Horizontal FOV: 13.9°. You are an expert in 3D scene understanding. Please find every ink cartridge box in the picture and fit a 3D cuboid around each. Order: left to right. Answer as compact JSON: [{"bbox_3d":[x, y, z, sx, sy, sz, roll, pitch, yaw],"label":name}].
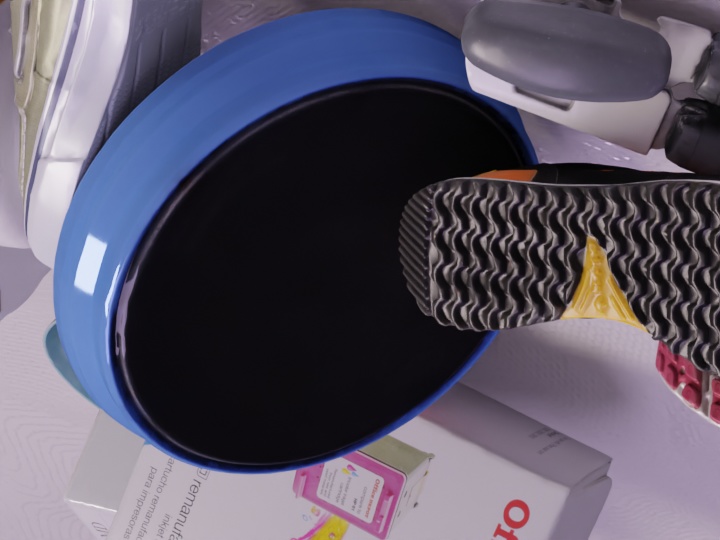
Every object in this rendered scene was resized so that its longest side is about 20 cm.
[{"bbox_3d":[-0.002,0.116,1.387,0.200,0.145,0.085,25,-168,14],"label":"ink cartridge box"}]

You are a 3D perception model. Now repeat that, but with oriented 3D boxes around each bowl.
[{"bbox_3d":[-0.019,-0.005,1.133,0.201,0.201,0.039,46,-176,-45],"label":"bowl"}]

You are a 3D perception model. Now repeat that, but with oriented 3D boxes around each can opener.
[{"bbox_3d":[0.129,-0.050,1.041,0.200,0.067,0.053,21,117,0],"label":"can opener"}]

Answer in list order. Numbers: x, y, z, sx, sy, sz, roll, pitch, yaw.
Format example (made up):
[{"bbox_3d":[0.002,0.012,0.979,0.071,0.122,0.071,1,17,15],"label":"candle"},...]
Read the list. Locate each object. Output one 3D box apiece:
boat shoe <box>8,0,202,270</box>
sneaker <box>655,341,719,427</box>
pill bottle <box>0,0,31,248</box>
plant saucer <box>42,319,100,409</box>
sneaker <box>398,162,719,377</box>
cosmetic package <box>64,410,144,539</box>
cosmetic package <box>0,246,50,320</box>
[{"bbox_3d":[-0.099,-0.091,1.098,0.062,0.072,0.200,31,125,23],"label":"boat shoe"},{"bbox_3d":[0.217,0.056,1.200,0.200,0.081,0.075,15,159,15],"label":"sneaker"},{"bbox_3d":[-0.176,-0.070,1.224,0.200,0.109,0.109,10,155,25],"label":"pill bottle"},{"bbox_3d":[-0.069,0.062,1.540,0.200,0.027,0.200,18,157,8],"label":"plant saucer"},{"bbox_3d":[0.117,-0.009,1.064,0.200,0.070,0.090,8,-163,32],"label":"sneaker"},{"bbox_3d":[-0.041,0.130,1.523,0.200,0.074,0.102,9,154,24],"label":"cosmetic package"},{"bbox_3d":[-0.242,-0.037,1.352,0.200,0.102,0.074,12,124,18],"label":"cosmetic package"}]
